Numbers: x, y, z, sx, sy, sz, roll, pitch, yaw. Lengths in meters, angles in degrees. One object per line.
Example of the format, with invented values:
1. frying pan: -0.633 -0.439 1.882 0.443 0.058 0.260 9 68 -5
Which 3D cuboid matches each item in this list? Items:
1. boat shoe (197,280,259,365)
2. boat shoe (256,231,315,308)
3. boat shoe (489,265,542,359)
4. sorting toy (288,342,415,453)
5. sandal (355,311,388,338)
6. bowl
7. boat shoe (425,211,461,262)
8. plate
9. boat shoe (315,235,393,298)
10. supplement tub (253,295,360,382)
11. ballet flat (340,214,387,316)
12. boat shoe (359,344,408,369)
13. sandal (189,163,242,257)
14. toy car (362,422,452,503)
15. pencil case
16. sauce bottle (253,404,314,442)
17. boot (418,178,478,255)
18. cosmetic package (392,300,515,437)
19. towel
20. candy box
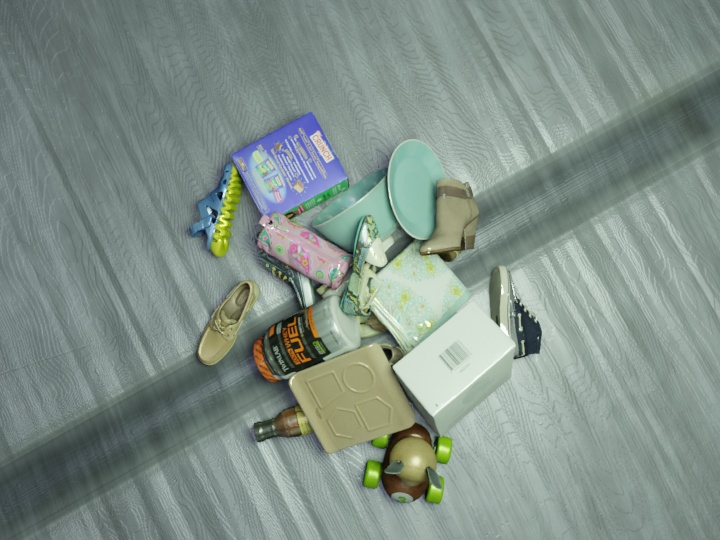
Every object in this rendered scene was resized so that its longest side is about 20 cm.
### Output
1. boat shoe: -0.285 0.106 1.179 0.071 0.065 0.202 29 85 3
2. boat shoe: -0.158 0.001 1.191 0.090 0.071 0.203 -17 77 -1
3. boat shoe: 0.330 0.089 1.185 0.091 0.075 0.203 -2 92 -7
4. sorting toy: -0.016 0.249 1.093 0.198 0.037 0.187 -24 102 14
5. sandal: 0.059 0.095 1.184 0.198 0.057 0.081 -8 86 -2
6. bowl: 0.007 -0.111 1.152 0.200 0.201 0.105 -37 105 -3
7. boat shoe: 0.147 -0.112 1.208 0.200 0.072 0.076 47 71 -3
8. plate: 0.112 -0.161 1.127 0.025 0.199 0.203 -6 82 43
9. boat shoe: 0.000 0.000 1.192 0.200 0.075 0.069 -41 97 1
10. supplement tub: -0.109 0.143 1.131 0.199 0.122 0.124 -28 85 16
11. ballet flat: 0.016 -0.003 1.069 0.073 0.074 0.202 13 112 1
12. boat shoe: 0.001 0.187 1.132 0.198 0.059 0.073 -12 59 31
13. sandal: -0.310 -0.136 1.199 0.086 0.080 0.202 14 83 5
14. toy car: 0.097 0.387 1.084 0.162 0.200 0.160 13 84 1
15. pencil case: -0.113 -0.041 1.122 0.199 0.087 0.088 31 85 6
16. sauce bottle: -0.122 0.308 1.161 0.197 0.066 0.067 -15 85 0
17. boot: 0.173 -0.110 1.125 0.070 0.199 0.148 -6 92 39
18. cosmetic package: 0.184 0.197 1.086 0.199 0.201 0.123 -38 60 -8
19. towel: 0.114 0.049 1.162 0.200 0.048 0.172 -40 90 -23
20. candy box: -0.148 -0.214 1.205 0.198 0.077 0.170 -28 84 -2
